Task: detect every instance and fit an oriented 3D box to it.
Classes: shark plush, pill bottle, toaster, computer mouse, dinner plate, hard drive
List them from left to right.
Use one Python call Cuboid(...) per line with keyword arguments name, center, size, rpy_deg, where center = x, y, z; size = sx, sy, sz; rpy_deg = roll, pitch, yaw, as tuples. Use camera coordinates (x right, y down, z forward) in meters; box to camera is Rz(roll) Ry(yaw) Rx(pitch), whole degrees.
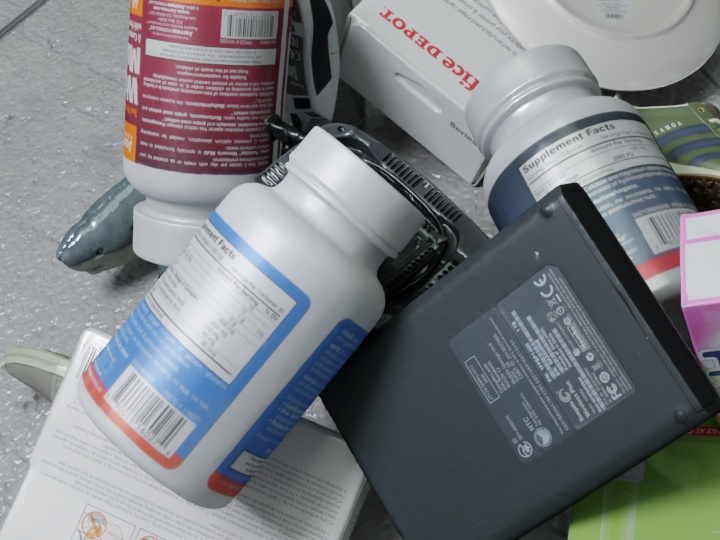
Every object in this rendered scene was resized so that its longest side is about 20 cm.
Cuboid(name="shark plush", center=(-0.139, -0.073, 1.009), size=(0.200, 0.083, 0.091), rpy_deg=(-45, 53, 10))
Cuboid(name="pill bottle", center=(-0.106, -0.108, 0.929), size=(0.109, 0.202, 0.110), rpy_deg=(5, 15, -1))
Cuboid(name="pill bottle", center=(-0.056, 0.023, 0.763), size=(0.200, 0.112, 0.112), rpy_deg=(-50, 51, 0))
Cuboid(name="computer mouse", center=(-0.038, -0.145, 1.007), size=(0.044, 0.201, 0.109), rpy_deg=(-32, 42, -31))
Cuboid(name="toaster", center=(0.000, 0.000, 0.891), size=(0.113, 0.130, 0.200), rpy_deg=(-40, 66, -21))
Cuboid(name="hard drive", center=(0.077, 0.067, 0.741), size=(0.200, 0.033, 0.140), rpy_deg=(-39, 75, 31))
Cuboid(name="pill bottle", center=(0.147, -0.041, 0.878), size=(0.119, 0.120, 0.201), rpy_deg=(-22, 63, -4))
Cuboid(name="dinner plate", center=(0.185, -0.225, 1.016), size=(0.198, 0.024, 0.202), rpy_deg=(5, 66, -10))

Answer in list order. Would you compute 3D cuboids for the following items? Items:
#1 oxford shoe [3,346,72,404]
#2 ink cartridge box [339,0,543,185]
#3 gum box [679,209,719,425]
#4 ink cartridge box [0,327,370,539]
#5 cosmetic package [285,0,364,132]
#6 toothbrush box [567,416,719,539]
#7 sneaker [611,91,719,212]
Cuboid(name="oxford shoe", center=(-0.171, 0.097, 0.921), size=(0.199, 0.075, 0.058), rpy_deg=(17, 83, 29))
Cuboid(name="ink cartridge box", center=(0.097, -0.188, 1.040), size=(0.145, 0.084, 0.200), rpy_deg=(39, 65, 7))
Cuboid(name="gum box", center=(0.261, 0.018, 0.693), size=(0.198, 0.114, 0.066), rpy_deg=(-9, 45, 22))
Cuboid(name="ink cartridge box", center=(-0.111, 0.153, 0.831), size=(0.199, 0.045, 0.177), rpy_deg=(22, 84, 12))
Cuboid(name="cosmetic package", center=(-0.057, -0.216, 1.065), size=(0.089, 0.201, 0.107), rpy_deg=(-6, 47, 9))
Cuboid(name="toothbrush box", center=(0.185, 0.176, 0.730), size=(0.144, 0.086, 0.201), rpy_deg=(0, 49, 17))
Cuboid(name="sneaker", center=(0.241, -0.080, 0.949), size=(0.199, 0.067, 0.090), rpy_deg=(15, 61, 31))
